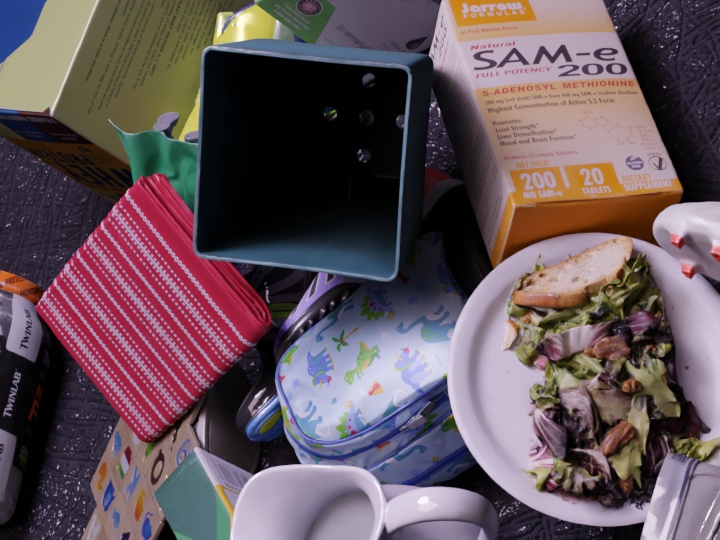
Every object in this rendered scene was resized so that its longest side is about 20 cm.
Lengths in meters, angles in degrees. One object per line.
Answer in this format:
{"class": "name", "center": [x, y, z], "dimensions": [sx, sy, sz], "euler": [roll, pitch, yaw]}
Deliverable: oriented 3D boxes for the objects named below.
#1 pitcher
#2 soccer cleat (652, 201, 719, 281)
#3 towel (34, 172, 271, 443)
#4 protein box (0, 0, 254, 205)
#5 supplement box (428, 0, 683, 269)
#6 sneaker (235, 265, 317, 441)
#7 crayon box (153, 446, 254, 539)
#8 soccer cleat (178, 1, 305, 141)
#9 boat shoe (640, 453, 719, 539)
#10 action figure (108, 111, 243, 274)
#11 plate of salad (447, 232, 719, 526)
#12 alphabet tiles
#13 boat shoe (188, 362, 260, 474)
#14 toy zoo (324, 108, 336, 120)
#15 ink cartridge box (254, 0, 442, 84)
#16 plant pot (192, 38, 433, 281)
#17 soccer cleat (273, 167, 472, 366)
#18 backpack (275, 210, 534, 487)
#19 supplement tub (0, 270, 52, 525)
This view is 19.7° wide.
{"class": "pitcher", "center": [0.039, 0.188, 1.328], "dimensions": [0.170, 0.200, 0.122], "euler": [-10, 60, 31]}
{"class": "soccer cleat", "center": [0.285, -0.019, 1.320], "dimensions": [0.199, 0.069, 0.078], "euler": [12, 63, 29]}
{"class": "towel", "center": [-0.154, 0.031, 1.530], "dimensions": [0.145, 0.022, 0.200], "euler": [51, 136, 4]}
{"class": "protein box", "center": [-0.194, -0.176, 1.733], "dimensions": [0.134, 0.200, 0.200], "euler": [8, 73, 43]}
{"class": "supplement box", "center": [0.132, -0.101, 1.453], "dimensions": [0.074, 0.125, 0.201], "euler": [102, 158, -49]}
{"class": "sneaker", "center": [-0.058, 0.038, 1.573], "dimensions": [0.082, 0.071, 0.201], "euler": [13, 67, 7]}
{"class": "crayon box", "center": [-0.054, 0.223, 1.443], "dimensions": [0.052, 0.125, 0.200], "euler": [-47, 45, 11]}
{"class": "soccer cleat", "center": [-0.100, -0.166, 1.704], "dimensions": [0.201, 0.084, 0.065], "euler": [-53, 2, -16]}
{"class": "boat shoe", "center": [0.197, 0.217, 1.271], "dimensions": [0.069, 0.071, 0.202], "euler": [14, 84, 16]}
{"class": "action figure", "center": [-0.122, -0.015, 1.531], "dimensions": [0.117, 0.201, 0.055], "euler": [18, 36, 33]}
{"class": "plate of salad", "center": [0.156, 0.065, 1.339], "dimensions": [0.198, 0.048, 0.202], "euler": [0, 68, -1]}
{"class": "alphabet tiles", "center": [-0.169, 0.153, 1.612], "dimensions": [0.201, 0.006, 0.167], "euler": [-64, 26, 15]}
{"class": "boat shoe", "center": [-0.121, 0.162, 1.575], "dimensions": [0.062, 0.073, 0.202], "euler": [-15, 63, 31]}
{"class": "toy zoo", "center": [-0.083, -0.097, 1.617], "dimensions": [0.131, 0.200, 0.021], "euler": [-34, 89, 24]}
{"class": "ink cartridge box", "center": [0.033, -0.251, 1.615], "dimensions": [0.199, 0.145, 0.085], "euler": [-27, 52, 28]}
{"class": "plant pot", "center": [-0.018, -0.092, 1.436], "dimensions": [0.140, 0.200, 0.143], "euler": [7, 105, 11]}
{"class": "soccer cleat", "center": [0.000, 0.000, 1.535], "dimensions": [0.200, 0.068, 0.073], "euler": [-46, 47, -16]}
{"class": "backpack", "center": [0.038, 0.072, 1.450], "dimensions": [0.200, 0.153, 0.164], "euler": [-46, 49, 26]}
{"class": "supplement tub", "center": [-0.332, 0.106, 1.753], "dimensions": [0.122, 0.122, 0.202], "euler": [-7, 63, 38]}
